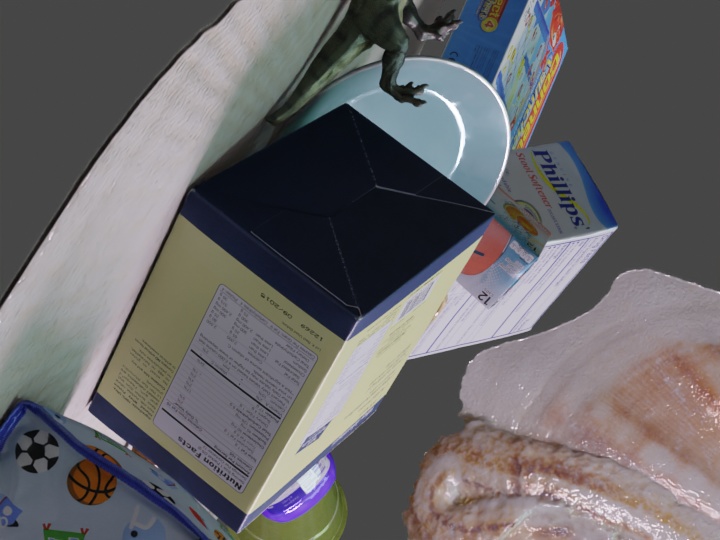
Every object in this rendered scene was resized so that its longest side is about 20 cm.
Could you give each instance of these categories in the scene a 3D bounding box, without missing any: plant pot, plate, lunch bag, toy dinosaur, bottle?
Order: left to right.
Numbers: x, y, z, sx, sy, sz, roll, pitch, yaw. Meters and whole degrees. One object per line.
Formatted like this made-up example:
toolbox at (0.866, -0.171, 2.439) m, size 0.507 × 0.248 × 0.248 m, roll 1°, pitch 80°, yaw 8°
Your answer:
lunch bag at (-0.130, 0.178, 0.950) m, size 0.124 × 0.200 × 0.170 m, roll -57°, pitch 177°, yaw -7°
bottle at (-0.092, 0.133, 1.403) m, size 0.084 × 0.065 × 0.200 m, roll -41°, pitch 135°, yaw -8°
plant pot at (-0.116, 0.336, 2.611) m, size 0.200 × 0.200 × 0.190 m, roll -55°, pitch 164°, yaw -31°
plate at (0.015, -0.079, 1.220) m, size 0.200 × 0.200 × 0.026 m, roll -60°, pitch -143°, yaw 30°
toy dinosaur at (0.020, -0.163, 1.118) m, size 0.200 × 0.088 × 0.047 m, roll -56°, pitch -146°, yaw 0°

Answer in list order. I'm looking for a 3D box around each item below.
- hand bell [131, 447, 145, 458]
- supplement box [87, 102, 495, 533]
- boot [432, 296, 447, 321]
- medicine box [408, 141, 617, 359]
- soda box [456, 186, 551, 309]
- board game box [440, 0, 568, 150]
hand bell at (-0.189, 0.197, 1.377) m, size 0.104 × 0.104 × 0.200 m, roll -39°, pitch 149°, yaw -78°
supplement box at (-0.045, 0.028, 1.107) m, size 0.200 × 0.134 × 0.200 m, roll -35°, pitch 159°, yaw -54°
boot at (0.000, 0.000, 1.412) m, size 0.073 × 0.156 × 0.200 m, roll -32°, pitch 163°, yaw -24°
medicine box at (0.098, -0.014, 1.511) m, size 0.200 × 0.103 × 0.182 m, roll -12°, pitch 153°, yaw -32°
soda box at (0.055, -0.063, 1.317) m, size 0.064 × 0.200 × 0.068 m, roll -49°, pitch 180°, yaw 24°
board game box at (0.126, -0.175, 1.549) m, size 0.200 × 0.056 × 0.196 m, roll -66°, pitch 162°, yaw -13°
